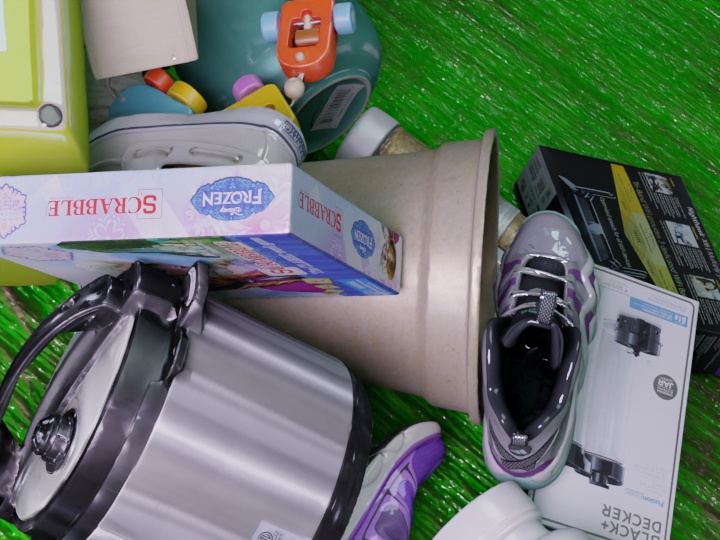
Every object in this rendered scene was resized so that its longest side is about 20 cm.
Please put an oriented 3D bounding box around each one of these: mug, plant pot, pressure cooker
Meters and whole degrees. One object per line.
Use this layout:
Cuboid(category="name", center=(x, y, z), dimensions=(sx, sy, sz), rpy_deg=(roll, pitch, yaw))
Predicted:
Cuboid(category="mug", center=(-0.060, -0.168, 1.257), dimensions=(0.151, 0.185, 0.115), rpy_deg=(-37, 69, -3))
Cuboid(category="plant pot", center=(-0.272, -0.115, 1.011), dimensions=(0.197, 0.182, 0.202), rpy_deg=(2, 68, -21))
Cuboid(category="plant pot", center=(0.000, 0.000, 1.106), dimensions=(0.181, 0.202, 0.202), rpy_deg=(3, 39, 8))
Cuboid(category="pressure cooker", center=(-0.112, 0.095, 0.927), dimensions=(0.198, 0.178, 0.178), rpy_deg=(26, 69, -20))

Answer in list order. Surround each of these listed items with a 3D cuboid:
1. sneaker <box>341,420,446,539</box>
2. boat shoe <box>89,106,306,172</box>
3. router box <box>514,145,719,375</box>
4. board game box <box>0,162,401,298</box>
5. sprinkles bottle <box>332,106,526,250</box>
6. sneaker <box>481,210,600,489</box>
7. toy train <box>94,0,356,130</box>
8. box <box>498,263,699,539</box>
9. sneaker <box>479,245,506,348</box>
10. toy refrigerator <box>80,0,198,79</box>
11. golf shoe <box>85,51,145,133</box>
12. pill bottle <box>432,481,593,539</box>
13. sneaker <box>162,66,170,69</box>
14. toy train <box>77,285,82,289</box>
Cuboid(category="sneaker", center=(0.005, 0.177, 1.033), dimensions=(0.083, 0.080, 0.200), rpy_deg=(45, 46, -7))
Cuboid(category="boat shoe", center=(-0.128, -0.058, 1.059), dimensions=(0.071, 0.198, 0.070), rpy_deg=(61, 42, -33))
Cuboid(category="router box", center=(0.232, -0.010, 1.372), dimensions=(0.155, 0.052, 0.201), rpy_deg=(10, 43, -24))
Cuboid(category="board game box", center=(-0.097, -0.018, 0.948), dimensions=(0.200, 0.197, 0.042), rpy_deg=(28, 62, -68))
Cuboid(category="sprinkles bottle", center=(0.071, -0.050, 1.302), dimensions=(0.199, 0.069, 0.068), rpy_deg=(36, 39, 6))
Cuboid(category="sneaker", center=(0.120, 0.032, 1.049), dimensions=(0.077, 0.140, 0.202), rpy_deg=(3, 66, 7))
Cuboid(category="toy train", center=(-0.096, -0.132, 1.168), dimensions=(0.197, 0.056, 0.152), rpy_deg=(-8, 58, 11))
Cuboid(category="box", center=(0.171, 0.105, 1.144), dimensions=(0.115, 0.060, 0.202), rpy_deg=(20, 66, -14))
Cuboid(category="sneaker", center=(0.099, 0.052, 1.210), dimensions=(0.200, 0.076, 0.092), rpy_deg=(44, 45, 17))
Cuboid(category="toy refrigerator", center=(-0.160, -0.206, 1.154), dimensions=(0.075, 0.071, 0.201), rpy_deg=(-11, 29, -2))
Cuboid(category="golf shoe", center=(-0.226, -0.112, 1.178), dimensions=(0.199, 0.076, 0.092), rpy_deg=(-20, 63, -42))
Cuboid(category="pill bottle", center=(0.130, 0.235, 1.003), dimensions=(0.110, 0.111, 0.200), rpy_deg=(-19, 60, -43))
Cuboid(category="sneaker", center=(-0.182, -0.196, 1.288), dimensions=(0.082, 0.072, 0.200), rpy_deg=(32, 38, 13))
Cuboid(category="toy train", center=(-0.135, -0.021, 1.166), dimensions=(0.199, 0.042, 0.057), rpy_deg=(-16, 68, -41))
